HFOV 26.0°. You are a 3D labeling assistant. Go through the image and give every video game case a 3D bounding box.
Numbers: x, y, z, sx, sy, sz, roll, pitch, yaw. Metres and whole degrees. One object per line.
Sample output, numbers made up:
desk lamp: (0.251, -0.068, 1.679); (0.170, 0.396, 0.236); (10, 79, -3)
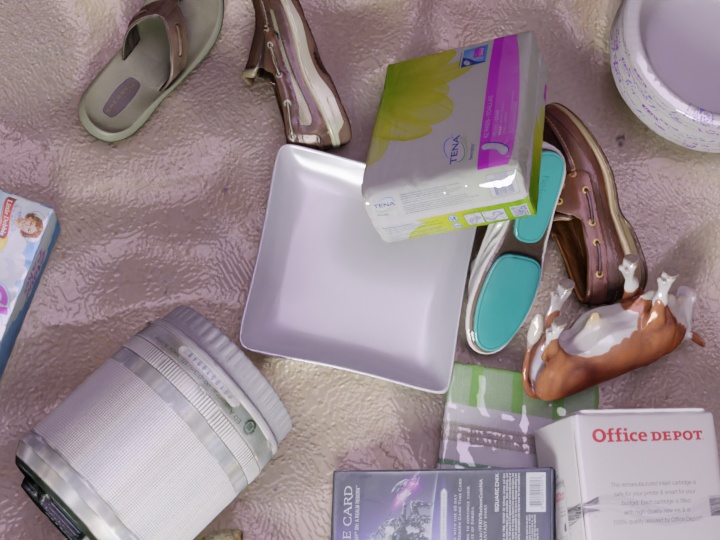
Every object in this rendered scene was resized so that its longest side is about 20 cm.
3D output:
video game case: (0.070, 0.243, 1.351); (0.198, 0.019, 0.144); (-3, 73, 17)

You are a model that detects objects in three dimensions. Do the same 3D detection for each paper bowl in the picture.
paper bowl: (0.338, -0.211, 1.508); (0.199, 0.104, 0.203); (2, 74, -6)

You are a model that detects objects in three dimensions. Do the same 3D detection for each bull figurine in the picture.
bull figurine: (0.233, 0.051, 1.410); (0.199, 0.122, 0.065); (-26, 44, -17)

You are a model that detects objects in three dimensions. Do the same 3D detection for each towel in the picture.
towel: (0.137, 0.191, 1.412); (0.148, 0.031, 0.202); (11, 71, -6)

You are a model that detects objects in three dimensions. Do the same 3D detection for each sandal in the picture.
sandal: (-0.192, -0.208, 1.468); (0.079, 0.057, 0.202); (29, 73, 2)

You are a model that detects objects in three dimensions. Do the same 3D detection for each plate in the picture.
plate: (0.000, 0.000, 1.439); (0.198, 0.032, 0.201); (13, 74, -8)

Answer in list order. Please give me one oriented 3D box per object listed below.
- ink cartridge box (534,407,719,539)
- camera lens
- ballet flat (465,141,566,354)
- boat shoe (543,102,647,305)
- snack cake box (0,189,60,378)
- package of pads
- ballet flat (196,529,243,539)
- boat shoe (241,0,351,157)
ink cartridge box: (0.241, 0.227, 1.364); (0.145, 0.083, 0.202); (1, 74, -21)
camera lens: (-0.176, 0.149, 1.313); (0.160, 0.160, 0.200); (45, 74, 7)
ballet flat: (0.137, -0.024, 1.444); (0.069, 0.069, 0.202); (16, 97, -2)
boat shoe: (0.200, -0.062, 1.461); (0.067, 0.072, 0.202); (-17, 79, -23)
snack cake box: (-0.354, 0.025, 1.377); (0.114, 0.067, 0.202); (18, 73, 0)
package of pads: (0.085, -0.122, 1.405); (0.153, 0.068, 0.201); (-11, 42, 21)
ballet flat: (-0.077, 0.300, 1.313); (0.070, 0.071, 0.200); (-29, 60, -14)
boat shoe: (-0.079, -0.202, 1.474); (0.074, 0.075, 0.204); (-23, 78, -6)
